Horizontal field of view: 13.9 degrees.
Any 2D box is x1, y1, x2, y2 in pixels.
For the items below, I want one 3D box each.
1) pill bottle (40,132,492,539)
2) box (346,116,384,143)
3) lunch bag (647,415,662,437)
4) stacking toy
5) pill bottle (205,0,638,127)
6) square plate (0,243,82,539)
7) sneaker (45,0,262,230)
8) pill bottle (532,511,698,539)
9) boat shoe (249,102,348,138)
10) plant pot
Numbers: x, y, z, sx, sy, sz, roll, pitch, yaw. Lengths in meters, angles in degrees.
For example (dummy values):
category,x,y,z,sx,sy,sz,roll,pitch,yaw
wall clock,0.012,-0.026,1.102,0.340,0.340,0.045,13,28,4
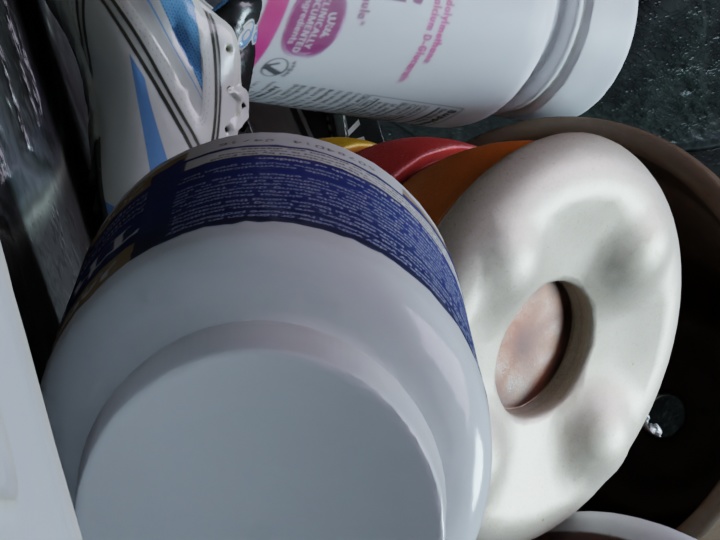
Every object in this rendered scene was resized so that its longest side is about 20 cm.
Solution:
category,x,y,z,sx,sy,sz,roll,pitch,yaw
pill bottle,-0.024,0.035,0.734,0.200,0.110,0.111,-95,168,-78
box,-0.029,-0.055,1.413,0.160,0.043,0.201,172,-98,-75
lunch bag,0.081,0.155,1.387,0.200,0.167,0.140,-105,-174,-54
stacking toy,0.000,0.000,1.035,0.200,0.146,0.147,23,-35,40
pill bottle,0.007,-0.118,1.183,0.113,0.199,0.114,-10,-102,52
square plate,-0.083,0.018,0.517,0.200,0.028,0.199,46,27,-83
sneaker,-0.058,-0.047,0.964,0.072,0.072,0.201,-101,175,-79
pill bottle,0.068,0.190,1.007,0.109,0.109,0.201,70,38,-50
boat shoe,-0.024,-0.112,1.270,0.072,0.071,0.201,64,10,-73
plant pot,0.107,0.053,1.256,0.175,0.199,0.201,28,43,-63
